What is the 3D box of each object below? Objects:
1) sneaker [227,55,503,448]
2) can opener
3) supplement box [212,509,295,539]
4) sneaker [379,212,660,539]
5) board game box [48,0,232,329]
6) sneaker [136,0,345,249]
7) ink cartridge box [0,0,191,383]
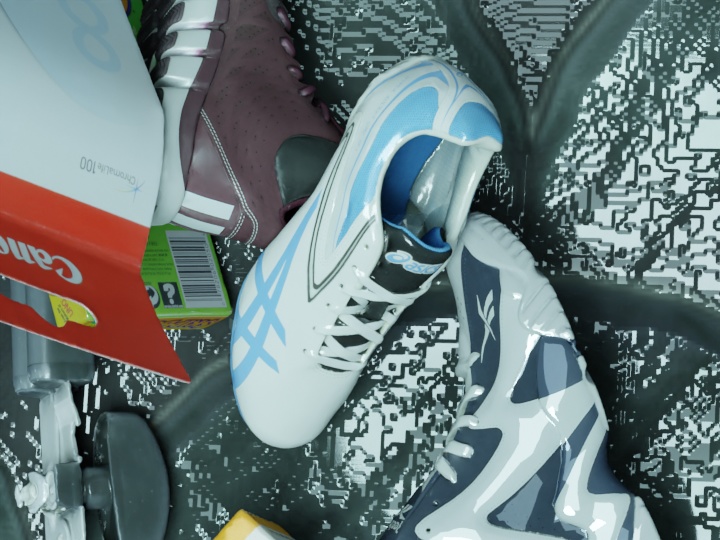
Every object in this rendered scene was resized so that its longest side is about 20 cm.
[{"bbox_3d":[0.000,0.000,1.319,0.200,0.072,0.073,-63,34,22],"label":"sneaker"},{"bbox_3d":[-0.133,0.041,1.386,0.066,0.053,0.200,-3,79,-24],"label":"can opener"},{"bbox_3d":[-0.018,0.220,1.310,0.200,0.074,0.126,44,90,15],"label":"supplement box"},{"bbox_3d":[0.046,0.083,1.320,0.129,0.079,0.200,-23,86,-3],"label":"sneaker"},{"bbox_3d":[-0.125,-0.069,1.376,0.030,0.095,0.200,-24,75,38],"label":"board game box"},{"bbox_3d":[-0.044,-0.092,1.387,0.115,0.076,0.200,22,61,-17],"label":"sneaker"},{"bbox_3d":[-0.141,-0.058,1.238,0.047,0.160,0.200,-41,52,22],"label":"ink cartridge box"}]
